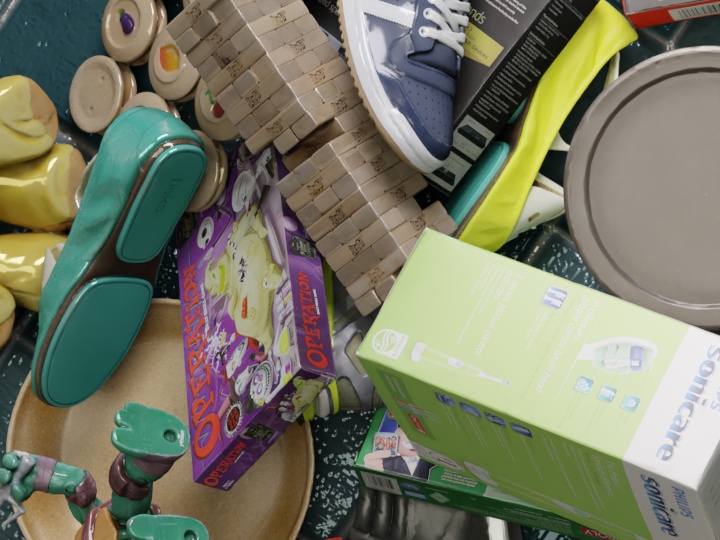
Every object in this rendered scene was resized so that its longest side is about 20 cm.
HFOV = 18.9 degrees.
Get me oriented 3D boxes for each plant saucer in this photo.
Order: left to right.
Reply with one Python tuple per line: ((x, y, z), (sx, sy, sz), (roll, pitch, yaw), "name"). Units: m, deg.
((-0.121, 0.117, 1.353), (0.200, 0.035, 0.200), (0, 88, 13), "plant saucer")

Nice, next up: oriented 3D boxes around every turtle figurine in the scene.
((-0.155, 0.164, 1.274), (0.200, 0.101, 0.150), (-45, 69, 48), "turtle figurine")

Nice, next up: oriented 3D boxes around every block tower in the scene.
((-0.025, -0.077, 1.229), (0.054, 0.058, 0.200), (-36, 88, 41), "block tower")

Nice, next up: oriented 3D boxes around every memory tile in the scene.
((-0.101, -0.149, 1.319), (0.153, 0.017, 0.200), (41, 113, 37), "memory tile")

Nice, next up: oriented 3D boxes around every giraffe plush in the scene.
((-0.288, -0.035, 1.350), (0.162, 0.200, 0.173), (9, 105, 46), "giraffe plush")

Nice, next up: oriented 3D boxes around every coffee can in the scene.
((0.198, -0.039, 1.202), (0.146, 0.200, 0.146), (0, 88, 13), "coffee can")

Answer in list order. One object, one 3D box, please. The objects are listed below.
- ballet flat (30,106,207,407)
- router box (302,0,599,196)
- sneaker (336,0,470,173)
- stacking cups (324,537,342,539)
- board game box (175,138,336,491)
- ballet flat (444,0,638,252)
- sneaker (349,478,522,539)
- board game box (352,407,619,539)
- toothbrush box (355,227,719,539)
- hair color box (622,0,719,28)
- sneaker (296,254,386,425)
((-0.154, -0.013, 1.311), (0.070, 0.067, 0.200), (47, 119, 40), "ballet flat")
((0.024, -0.165, 1.294), (0.200, 0.052, 0.157), (42, 97, 29), "router box")
((0.046, -0.159, 1.210), (0.108, 0.070, 0.200), (-22, 65, 23), "sneaker")
((0.000, 0.260, 1.298), (0.060, 0.061, 0.200), (-13, 91, 12), "stacking cups")
((-0.065, 0.014, 1.267), (0.120, 0.032, 0.200), (-52, 34, 39), "board game box")
((0.105, -0.072, 1.298), (0.067, 0.067, 0.200), (26, 92, -9), "ballet flat")
((0.048, 0.191, 1.297), (0.099, 0.071, 0.200), (-10, 79, 12), "sneaker")
((0.112, 0.084, 1.260), (0.200, 0.029, 0.135), (12, 59, 21), "board game box")
((0.116, 0.074, 1.155), (0.200, 0.146, 0.086), (22, 71, 27), "toothbrush box")
((0.194, -0.252, 1.282), (0.101, 0.061, 0.200), (-9, 85, 13), "hair color box")
((0.000, 0.000, 1.295), (0.081, 0.074, 0.200), (2, 65, -1), "sneaker")
